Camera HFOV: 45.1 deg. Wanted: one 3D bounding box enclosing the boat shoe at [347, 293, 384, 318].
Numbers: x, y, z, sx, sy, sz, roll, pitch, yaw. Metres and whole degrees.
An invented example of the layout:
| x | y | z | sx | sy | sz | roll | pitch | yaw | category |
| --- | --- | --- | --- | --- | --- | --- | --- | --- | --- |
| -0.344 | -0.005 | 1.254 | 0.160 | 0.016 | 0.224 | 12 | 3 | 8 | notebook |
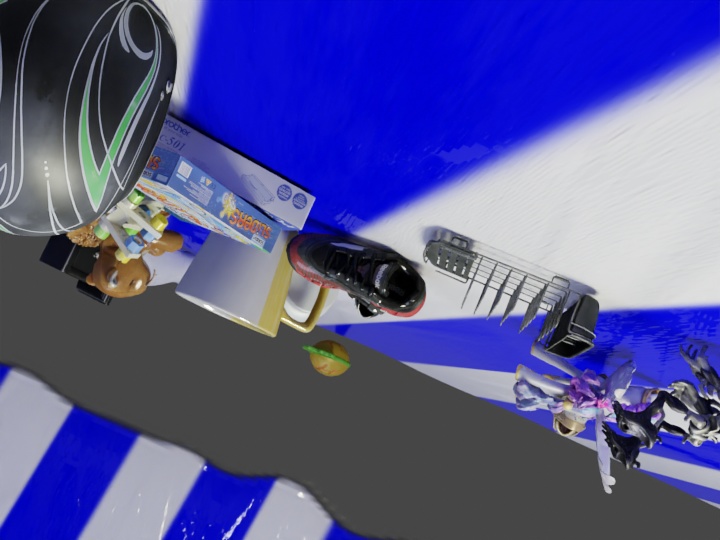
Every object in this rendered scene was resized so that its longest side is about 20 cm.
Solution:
| x | y | z | sx | sy | sz | roll | pitch | yaw | category |
| --- | --- | --- | --- | --- | --- | --- | --- | --- | --- |
| 0.008 | 0.036 | 1.305 | 0.071 | 0.069 | 0.200 | 23 | 172 | -10 | boat shoe |

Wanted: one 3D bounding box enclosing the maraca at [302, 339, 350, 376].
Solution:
| x | y | z | sx | sy | sz | roll | pitch | yaw | category |
| --- | --- | --- | --- | --- | --- | --- | --- | --- | --- |
| -0.104 | 0.268 | 2.697 | 0.135 | 0.109 | 0.200 | 11 | 166 | 25 | maraca |

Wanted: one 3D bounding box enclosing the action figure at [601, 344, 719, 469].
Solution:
| x | y | z | sx | sy | sz | roll | pitch | yaw | category |
| --- | --- | --- | --- | --- | --- | --- | --- | --- | --- |
| 0.354 | 0.135 | 0.900 | 0.196 | 0.103 | 0.120 | -14 | 138 | -5 | action figure |

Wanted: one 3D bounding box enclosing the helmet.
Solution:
| x | y | z | sx | sy | sz | roll | pitch | yaw | category |
| --- | --- | --- | --- | --- | --- | --- | --- | --- | --- |
| -0.244 | -0.126 | 0.645 | 0.197 | 0.194 | 0.200 | 23 | 170 | 4 | helmet |

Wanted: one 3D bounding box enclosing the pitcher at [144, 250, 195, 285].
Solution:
| x | y | z | sx | sy | sz | roll | pitch | yaw | category |
| --- | --- | --- | --- | --- | --- | --- | --- | --- | --- |
| -0.481 | -0.033 | 2.011 | 0.171 | 0.123 | 0.198 | 35 | -169 | 39 | pitcher |

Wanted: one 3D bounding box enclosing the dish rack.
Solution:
| x | y | z | sx | sy | sz | roll | pitch | yaw | category |
| --- | --- | --- | --- | --- | --- | --- | --- | --- | --- |
| 0.155 | 0.027 | 0.936 | 0.197 | 0.055 | 0.154 | 23 | 170 | 7 | dish rack |

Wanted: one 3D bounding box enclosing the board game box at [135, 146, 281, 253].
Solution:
| x | y | z | sx | sy | sz | roll | pitch | yaw | category |
| --- | --- | --- | --- | --- | --- | --- | --- | --- | --- |
| -0.188 | -0.084 | 0.934 | 0.134 | 0.035 | 0.200 | 21 | 172 | 30 | board game box |

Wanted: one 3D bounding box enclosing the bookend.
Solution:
| x | y | z | sx | sy | sz | roll | pitch | yaw | category |
| --- | --- | --- | --- | --- | --- | --- | --- | --- | --- |
| -0.449 | -0.082 | 1.363 | 0.091 | 0.202 | 0.199 | 17 | 168 | 41 | bookend |

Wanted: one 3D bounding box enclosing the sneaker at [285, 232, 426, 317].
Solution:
| x | y | z | sx | sy | sz | roll | pitch | yaw | category |
| --- | --- | --- | --- | --- | --- | --- | --- | --- | --- |
| 0.000 | 0.000 | 1.110 | 0.197 | 0.072 | 0.098 | 23 | 171 | -6 | sneaker |

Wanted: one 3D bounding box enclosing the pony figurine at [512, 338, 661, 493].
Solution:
| x | y | z | sx | sy | sz | roll | pitch | yaw | category |
| --- | --- | --- | --- | --- | --- | --- | --- | --- | --- |
| 0.304 | 0.170 | 1.146 | 0.197 | 0.170 | 0.193 | 16 | -159 | 20 | pony figurine |

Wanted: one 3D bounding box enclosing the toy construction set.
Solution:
| x | y | z | sx | sy | sz | roll | pitch | yaw | category |
| --- | --- | --- | --- | --- | --- | --- | --- | --- | --- |
| -0.300 | -0.114 | 1.009 | 0.202 | 0.091 | 0.131 | 60 | -165 | -14 | toy construction set |

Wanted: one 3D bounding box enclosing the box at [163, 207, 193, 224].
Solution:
| x | y | z | sx | sy | sz | roll | pitch | yaw | category |
| --- | --- | --- | --- | --- | --- | --- | --- | --- | --- |
| -0.280 | -0.124 | 1.178 | 0.081 | 0.050 | 0.199 | 15 | 167 | 40 | box |

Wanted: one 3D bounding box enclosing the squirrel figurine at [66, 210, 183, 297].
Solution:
| x | y | z | sx | sy | sz | roll | pitch | yaw | category |
| --- | --- | --- | --- | --- | --- | --- | --- | --- | --- |
| -0.363 | -0.064 | 1.285 | 0.140 | 0.190 | 0.199 | 13 | 166 | 48 | squirrel figurine |

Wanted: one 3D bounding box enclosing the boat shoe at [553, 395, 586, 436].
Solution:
| x | y | z | sx | sy | sz | roll | pitch | yaw | category |
| --- | --- | --- | --- | --- | --- | --- | --- | --- | --- |
| 0.404 | 0.289 | 1.695 | 0.073 | 0.070 | 0.200 | 21 | 170 | 12 | boat shoe |

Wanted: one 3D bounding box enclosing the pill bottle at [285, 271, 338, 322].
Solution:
| x | y | z | sx | sy | sz | roll | pitch | yaw | category |
| --- | --- | --- | --- | --- | --- | --- | --- | --- | --- |
| -0.099 | 0.022 | 1.342 | 0.111 | 0.115 | 0.200 | 26 | 170 | -16 | pill bottle |

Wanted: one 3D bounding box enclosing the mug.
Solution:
| x | y | z | sx | sy | sz | roll | pitch | yaw | category |
| --- | --- | --- | --- | --- | --- | --- | --- | --- | --- |
| -0.145 | -0.004 | 1.187 | 0.148 | 0.156 | 0.186 | 16 | 169 | 35 | mug |

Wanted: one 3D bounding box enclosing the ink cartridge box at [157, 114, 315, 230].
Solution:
| x | y | z | sx | sy | sz | roll | pitch | yaw | category |
| --- | --- | --- | --- | --- | --- | --- | --- | --- | --- |
| -0.156 | -0.109 | 0.978 | 0.198 | 0.045 | 0.094 | 28 | 171 | -23 | ink cartridge box |
